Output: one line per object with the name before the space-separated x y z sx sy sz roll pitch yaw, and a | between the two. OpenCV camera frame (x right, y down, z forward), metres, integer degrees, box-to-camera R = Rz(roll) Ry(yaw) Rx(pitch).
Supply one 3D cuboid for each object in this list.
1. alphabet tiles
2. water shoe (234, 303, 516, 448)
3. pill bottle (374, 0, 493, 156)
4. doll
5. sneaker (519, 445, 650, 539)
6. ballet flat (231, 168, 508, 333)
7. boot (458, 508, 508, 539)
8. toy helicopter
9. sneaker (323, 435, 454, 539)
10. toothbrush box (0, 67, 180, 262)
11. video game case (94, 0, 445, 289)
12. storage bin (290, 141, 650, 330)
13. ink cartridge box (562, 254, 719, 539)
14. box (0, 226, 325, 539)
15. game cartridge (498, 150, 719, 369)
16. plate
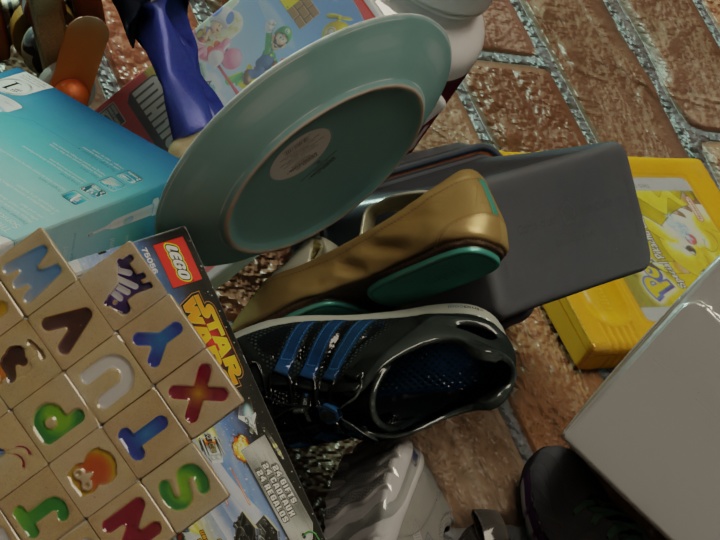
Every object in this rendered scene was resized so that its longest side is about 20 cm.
alphabet tiles | -0.166 0.084 1.366 0.167 0.199 0.006 54 3 5
water shoe | -0.011 0.062 1.521 0.199 0.072 0.079 -15 16 -2
pill bottle | 0.007 -0.135 1.713 0.112 0.200 0.113 21 39 -18
doll | -0.126 -0.158 1.596 0.201 0.048 0.136 66 12 9
sneaker | 0.162 0.171 1.602 0.074 0.088 0.201 3 48 -35
ballet flat | 0.000 0.000 1.575 0.069 0.199 0.063 28 46 -51
boot | 0.081 0.247 1.445 0.069 0.202 0.174 7 14 -25
toy helicopter | -0.187 -0.151 1.603 0.078 0.200 0.133 -12 64 -8
sneaker | 0.013 0.179 1.491 0.082 0.074 0.201 45 43 -22
toothbrush box | -0.210 -0.026 1.492 0.146 0.086 0.200 29 31 26
video game case | -0.064 -0.091 1.634 0.143 0.200 0.017 56 8 25
storage bin | 0.078 -0.007 1.660 0.199 0.134 0.147 -17 94 -46
ink cartridge box | 0.219 0.094 1.613 0.145 0.145 0.200 42 2 8
box | -0.105 0.086 1.431 0.137 0.040 0.201 -18 82 -51
game cartridge | 0.192 -0.009 1.864 0.199 0.032 0.177 1 49 -38
plate | -0.025 -0.063 1.513 0.199 0.200 0.026 -14 59 -45
